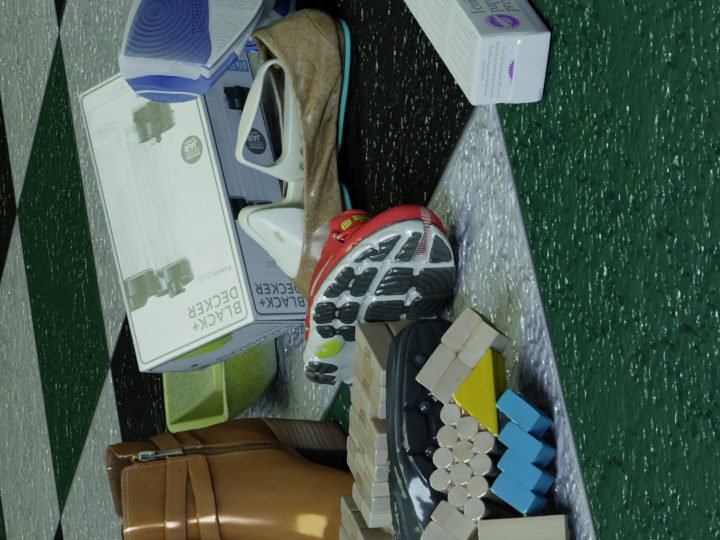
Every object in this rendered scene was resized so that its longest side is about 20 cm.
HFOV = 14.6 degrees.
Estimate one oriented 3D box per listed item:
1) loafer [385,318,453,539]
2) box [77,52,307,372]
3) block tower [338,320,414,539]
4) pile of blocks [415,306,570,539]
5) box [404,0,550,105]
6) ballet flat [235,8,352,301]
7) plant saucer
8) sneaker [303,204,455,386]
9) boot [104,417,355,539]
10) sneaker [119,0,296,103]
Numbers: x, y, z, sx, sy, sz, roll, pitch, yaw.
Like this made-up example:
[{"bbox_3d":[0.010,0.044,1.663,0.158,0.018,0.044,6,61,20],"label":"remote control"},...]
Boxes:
[{"bbox_3d":[0.043,0.127,1.483,0.070,0.068,0.202,-29,69,62],"label":"loafer"},{"bbox_3d":[-0.111,-0.043,1.875,0.116,0.060,0.201,-22,76,39],"label":"box"},{"bbox_3d":[0.022,0.130,1.584,0.058,0.054,0.201,-118,29,-57],"label":"block tower"},{"bbox_3d":[0.073,0.122,1.418,0.062,0.082,0.201,27,-118,-67],"label":"pile of blocks"},{"bbox_3d":[0.048,-0.149,1.462,0.200,0.038,0.042,-119,28,-56],"label":"box"},{"bbox_3d":[-0.041,-0.060,1.729,0.068,0.072,0.201,-167,74,-71],"label":"ballet flat"},{"bbox_3d":[-0.103,0.012,2.005,0.200,0.048,0.201,162,104,-74],"label":"plant saucer"},{"bbox_3d":[0.000,0.000,1.603,0.200,0.077,0.085,122,146,-63],"label":"sneaker"},{"bbox_3d":[-0.069,0.146,1.719,0.200,0.154,0.077,-120,31,-57],"label":"boot"},{"bbox_3d":[-0.081,-0.167,1.793,0.115,0.080,0.200,82,-156,-50],"label":"sneaker"}]
